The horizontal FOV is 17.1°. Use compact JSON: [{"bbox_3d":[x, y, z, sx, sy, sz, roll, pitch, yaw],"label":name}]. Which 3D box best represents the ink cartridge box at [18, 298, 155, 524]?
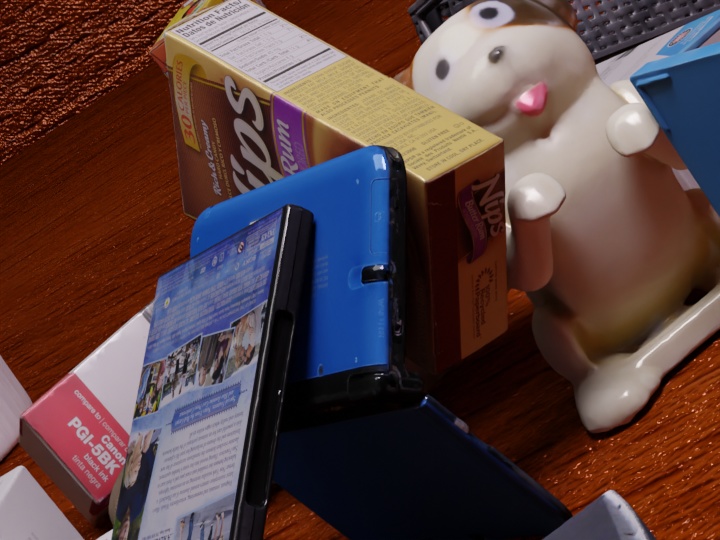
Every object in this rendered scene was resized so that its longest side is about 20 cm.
[{"bbox_3d":[-0.135,0.074,1.648,0.200,0.083,0.147,-42,-3,-13],"label":"ink cartridge box"}]

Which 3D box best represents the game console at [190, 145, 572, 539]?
[{"bbox_3d":[0.007,0.045,1.170,0.200,0.118,0.172,-16,70,58],"label":"game console"}]

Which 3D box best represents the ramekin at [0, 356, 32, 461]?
[{"bbox_3d":[-0.385,0.145,2.125,0.200,0.098,0.201,-37,14,10],"label":"ramekin"}]

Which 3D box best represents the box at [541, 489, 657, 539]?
[{"bbox_3d":[0.045,0.189,0.698,0.200,0.148,0.104,-36,12,5],"label":"box"}]

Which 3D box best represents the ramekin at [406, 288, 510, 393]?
[{"bbox_3d":[0.000,0.000,1.360,0.202,0.094,0.203,-39,-23,-20],"label":"ramekin"}]

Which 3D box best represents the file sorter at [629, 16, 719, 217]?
[{"bbox_3d":[0.248,-0.079,1.077,0.123,0.139,0.200,-41,13,-22],"label":"file sorter"}]

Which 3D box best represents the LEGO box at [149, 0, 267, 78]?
[{"bbox_3d":[-0.138,-0.229,2.605,0.077,0.149,0.200,-34,14,18],"label":"LEGO box"}]

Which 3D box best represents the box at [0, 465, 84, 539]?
[{"bbox_3d":[-0.270,0.239,1.473,0.199,0.107,0.152,-32,15,24],"label":"box"}]

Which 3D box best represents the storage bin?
[{"bbox_3d":[0.148,-0.179,1.624,0.199,0.094,0.135,-21,-3,-16],"label":"storage bin"}]

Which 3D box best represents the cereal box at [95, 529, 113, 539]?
[{"bbox_3d":[-0.139,0.207,1.339,0.144,0.040,0.200,-33,21,27],"label":"cereal box"}]

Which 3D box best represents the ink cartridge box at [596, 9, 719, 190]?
[{"bbox_3d":[0.152,-0.079,1.487,0.116,0.068,0.200,-46,15,-35],"label":"ink cartridge box"}]

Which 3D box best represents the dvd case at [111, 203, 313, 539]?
[{"bbox_3d":[-0.075,0.079,1.132,0.142,0.017,0.201,-26,50,56],"label":"dvd case"}]

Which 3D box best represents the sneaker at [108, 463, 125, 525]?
[{"bbox_3d":[-0.083,0.089,1.444,0.075,0.070,0.201,37,110,43],"label":"sneaker"}]

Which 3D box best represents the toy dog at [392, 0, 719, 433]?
[{"bbox_3d":[0.108,-0.052,1.222,0.139,0.200,0.194,-36,13,7],"label":"toy dog"}]

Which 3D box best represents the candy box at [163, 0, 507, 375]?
[{"bbox_3d":[-0.014,-0.045,1.197,0.056,0.117,0.200,-29,42,-30],"label":"candy box"}]
